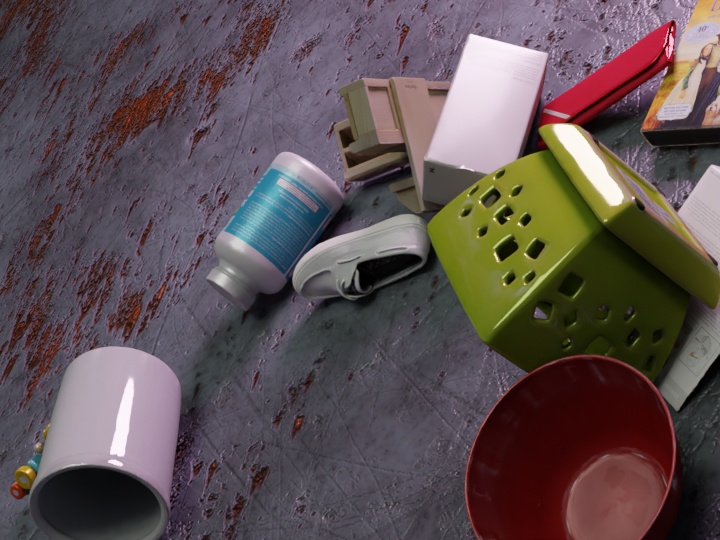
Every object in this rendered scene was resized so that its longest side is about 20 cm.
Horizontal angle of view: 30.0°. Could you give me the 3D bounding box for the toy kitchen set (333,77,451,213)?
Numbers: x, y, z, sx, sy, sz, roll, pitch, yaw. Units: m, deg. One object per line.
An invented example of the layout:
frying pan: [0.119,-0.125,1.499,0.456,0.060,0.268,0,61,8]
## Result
toy kitchen set: [0.017,-0.132,1.678,0.179,0.199,0.165,-18,84,36]

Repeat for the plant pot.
plant pot: [0.208,-0.009,1.267,0.182,0.198,0.201,-46,34,18]

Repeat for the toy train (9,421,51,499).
toy train: [-0.390,0.234,1.820,0.201,0.055,0.150,-57,-9,-4]

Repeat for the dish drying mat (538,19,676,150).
dish drying mat: [0.280,-0.212,1.544,0.199,0.018,0.077,-35,28,41]

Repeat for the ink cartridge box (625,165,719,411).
ink cartridge box: [0.333,0.018,1.282,0.201,0.050,0.161,-59,31,15]

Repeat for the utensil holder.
utensil holder: [-0.306,0.220,1.657,0.169,0.170,0.201,-29,34,24]

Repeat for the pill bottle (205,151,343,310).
pill bottle: [-0.119,-0.048,1.771,0.201,0.111,0.110,-54,34,-12]

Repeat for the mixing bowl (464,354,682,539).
mixing bowl: [0.201,0.188,1.164,0.198,0.108,0.202,-22,50,28]

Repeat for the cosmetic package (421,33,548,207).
cosmetic package: [0.148,-0.172,1.590,0.106,0.085,0.202,16,60,9]

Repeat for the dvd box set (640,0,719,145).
dvd box set: [0.399,-0.224,1.439,0.145,0.029,0.202,3,59,49]

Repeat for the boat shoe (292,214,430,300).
boat shoe: [0.000,0.000,1.639,0.198,0.072,0.069,-18,42,22]
